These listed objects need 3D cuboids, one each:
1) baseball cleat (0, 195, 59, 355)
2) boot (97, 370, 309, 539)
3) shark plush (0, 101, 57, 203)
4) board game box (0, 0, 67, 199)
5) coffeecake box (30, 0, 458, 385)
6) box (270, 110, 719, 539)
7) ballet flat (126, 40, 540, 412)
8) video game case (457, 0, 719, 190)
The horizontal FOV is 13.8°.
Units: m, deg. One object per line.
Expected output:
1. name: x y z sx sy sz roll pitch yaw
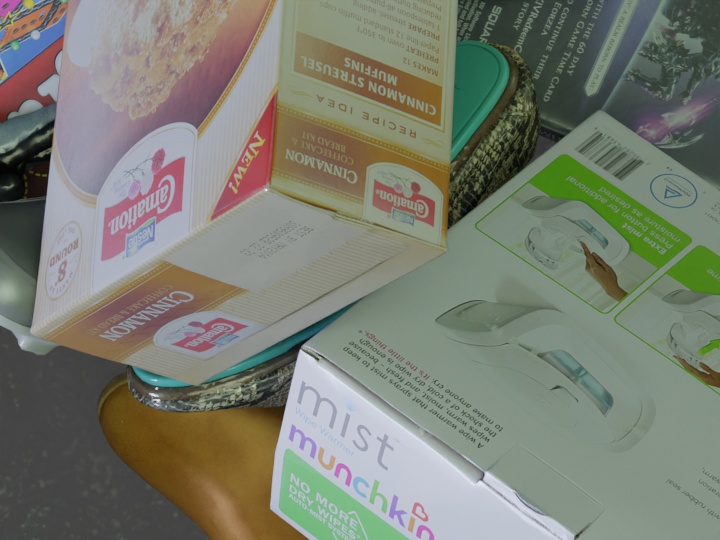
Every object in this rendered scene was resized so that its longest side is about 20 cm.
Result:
1. baseball cleat: -0.081 -0.027 1.097 0.070 0.200 0.107 40 107 11
2. boot: -0.021 0.129 1.134 0.200 0.071 0.145 26 44 -12
3. shark plush: -0.194 -0.040 1.113 0.199 0.091 0.084 -17 70 21
4. board game box: -0.145 -0.070 1.136 0.200 0.019 0.103 -36 96 18
5. coffeecake box: -0.037 -0.082 1.005 0.073 0.153 0.201 18 62 -30
6. box: 0.101 0.065 1.038 0.200 0.097 0.176 35 51 20
7. ballet flat: 0.000 0.000 1.108 0.200 0.068 0.076 -45 139 -19
8. video game case: 0.114 -0.111 1.169 0.199 0.019 0.144 23 77 12
